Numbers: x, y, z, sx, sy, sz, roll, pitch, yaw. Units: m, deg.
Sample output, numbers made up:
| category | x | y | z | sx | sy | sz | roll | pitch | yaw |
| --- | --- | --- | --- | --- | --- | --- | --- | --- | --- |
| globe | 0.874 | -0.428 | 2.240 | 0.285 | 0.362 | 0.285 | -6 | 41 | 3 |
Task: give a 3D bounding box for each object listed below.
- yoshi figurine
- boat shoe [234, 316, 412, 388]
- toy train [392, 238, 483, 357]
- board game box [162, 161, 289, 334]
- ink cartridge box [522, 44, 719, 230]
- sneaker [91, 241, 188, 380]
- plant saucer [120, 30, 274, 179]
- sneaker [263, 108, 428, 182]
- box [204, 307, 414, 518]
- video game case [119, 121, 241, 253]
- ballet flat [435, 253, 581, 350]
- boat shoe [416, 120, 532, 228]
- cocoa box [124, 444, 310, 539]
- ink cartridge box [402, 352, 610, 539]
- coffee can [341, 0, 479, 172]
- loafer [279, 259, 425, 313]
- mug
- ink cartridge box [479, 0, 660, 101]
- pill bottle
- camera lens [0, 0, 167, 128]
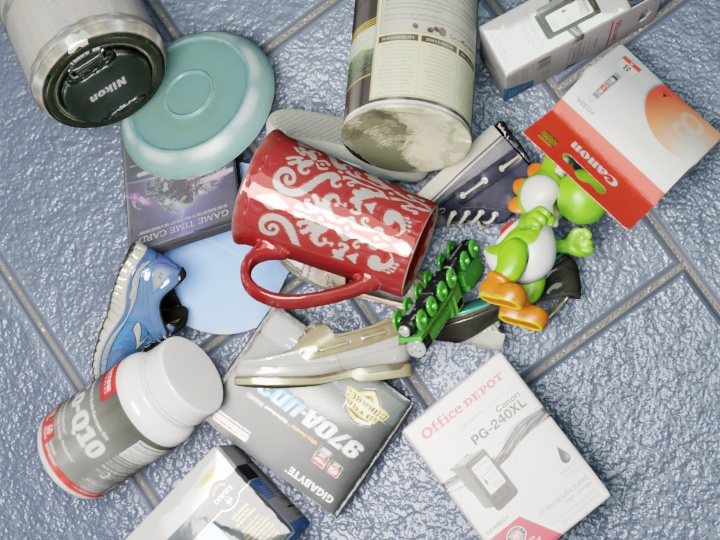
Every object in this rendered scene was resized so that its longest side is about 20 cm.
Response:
| category | x | y | z | sx | sy | sz | roll | pitch | yaw |
| --- | --- | --- | --- | --- | --- | --- | --- | --- | --- |
| yoshi figurine | 0.211 | -0.039 | 1.488 | 0.111 | 0.112 | 0.202 | 25 | 73 | -8 |
| boat shoe | -0.043 | 0.092 | 1.504 | 0.197 | 0.075 | 0.069 | -4 | 85 | -11 |
| toy train | 0.088 | 0.029 | 1.503 | 0.041 | 0.200 | 0.057 | -4 | 117 | 29 |
| board game box | -0.156 | -0.025 | 1.604 | 0.157 | 0.039 | 0.202 | 27 | 89 | 2 |
| ink cartridge box | 0.292 | -0.152 | 1.505 | 0.162 | 0.200 | 0.050 | 44 | 134 | 9 |
| sneaker | -0.247 | 0.067 | 1.550 | 0.088 | 0.079 | 0.201 | 20 | 124 | -4 |
| plant saucer | -0.197 | -0.201 | 1.593 | 0.198 | 0.027 | 0.202 | -9 | 62 | 18 |
| sneaker | -0.019 | -0.129 | 1.594 | 0.198 | 0.082 | 0.074 | 15 | 44 | -7 |
| box | -0.062 | 0.158 | 1.557 | 0.199 | 0.046 | 0.160 | 36 | 88 | 2 |
| video game case | -0.209 | -0.120 | 1.582 | 0.141 | 0.019 | 0.202 | -17 | 61 | 13 |
| ballet flat | 0.163 | 0.049 | 1.548 | 0.198 | 0.068 | 0.069 | -26 | 94 | 3 |
| boat shoe | 0.119 | -0.073 | 1.560 | 0.200 | 0.075 | 0.093 | -43 | 88 | 1 |
| cocoa box | -0.173 | 0.310 | 1.518 | 0.131 | 0.133 | 0.200 | 44 | 90 | 8 |
| ink cartridge box | 0.159 | 0.212 | 1.518 | 0.145 | 0.083 | 0.201 | -38 | 82 | 1 |
| coffee can | 0.058 | -0.232 | 1.520 | 0.144 | 0.147 | 0.202 | 2 | 66 | 6 |
| loafer | 0.000 | 0.000 | 1.554 | 0.198 | 0.063 | 0.073 | 20 | 92 | -3 |
| mug | -0.032 | -0.037 | 1.491 | 0.198 | 0.133 | 0.179 | 21 | 96 | 9 |
| ink cartridge box | 0.237 | -0.280 | 1.549 | 0.198 | 0.116 | 0.068 | -28 | 82 | 1 |
| pill bottle | -0.256 | 0.162 | 1.521 | 0.199 | 0.114 | 0.115 | -35 | 80 | 25 |
| camera lens | -0.322 | -0.277 | 1.565 | 0.159 | 0.160 | 0.201 | -30 | 61 | 2 |
